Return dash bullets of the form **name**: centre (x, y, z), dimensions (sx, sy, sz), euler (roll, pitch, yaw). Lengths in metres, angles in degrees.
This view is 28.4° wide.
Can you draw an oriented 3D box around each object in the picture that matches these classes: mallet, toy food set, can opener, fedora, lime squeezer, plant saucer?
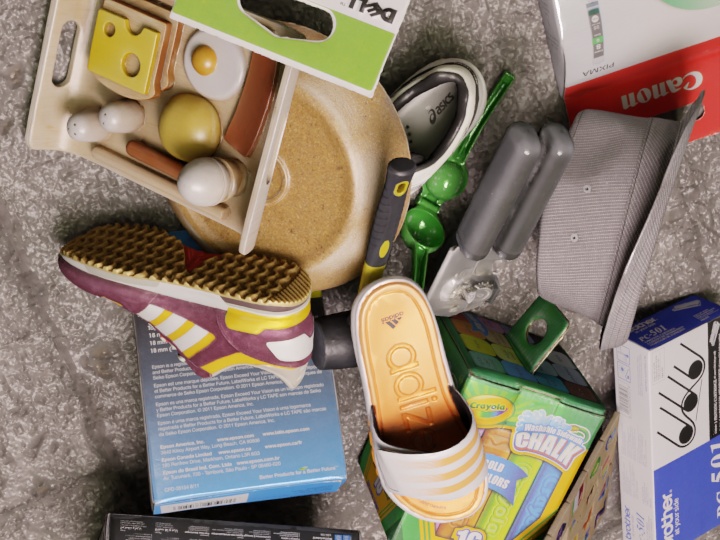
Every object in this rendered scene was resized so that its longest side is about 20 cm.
- **mallet**: centre (0.000, 0.000, 0.975), dimensions (0.065, 0.041, 0.201), euler (-13, 143, -14)
- **toy food set**: centre (-0.134, -0.114, 0.945), dimensions (0.199, 0.060, 0.145), euler (25, 112, 23)
- **can opener**: centre (0.091, -0.041, 1.034), dimensions (0.053, 0.067, 0.201), euler (-1, 140, -23)
- **fedora**: centre (0.180, -0.047, 1.046), dimensions (0.089, 0.177, 0.202), euler (17, 100, 10)
- **lime squeezer**: centre (0.059, -0.056, 1.061), dimensions (0.037, 0.071, 0.202), euler (24, 77, -1)
- **plant saucer**: centre (-0.063, -0.071, 0.990), dimensions (0.198, 0.035, 0.202), euler (9, 117, 18)

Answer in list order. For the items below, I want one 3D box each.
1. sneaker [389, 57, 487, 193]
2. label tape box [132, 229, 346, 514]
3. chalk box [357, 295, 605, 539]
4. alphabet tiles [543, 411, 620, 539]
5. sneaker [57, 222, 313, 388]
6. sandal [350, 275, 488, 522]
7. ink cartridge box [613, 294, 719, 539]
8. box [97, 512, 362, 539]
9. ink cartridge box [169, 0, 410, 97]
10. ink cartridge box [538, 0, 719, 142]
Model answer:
- **sneaker**: centre (0.010, -0.074, 1.018), dimensions (0.075, 0.088, 0.201), euler (38, 98, 1)
- **label tape box**: centre (-0.095, 0.071, 1.068), dimensions (0.143, 0.063, 0.202), euler (-5, 74, -9)
- **chalk box**: centre (0.099, 0.112, 1.108), dimensions (0.123, 0.125, 0.202), euler (17, 108, -18)
- **alphabet tiles**: centre (0.170, 0.236, 1.166), dimensions (0.007, 0.168, 0.201), euler (20, 140, 21)
- **sneaker**: centre (-0.127, 0.030, 1.006), dimensions (0.198, 0.075, 0.091), euler (14, 122, 22)
- **sandal**: centre (0.040, 0.105, 0.989), dimensions (0.078, 0.059, 0.208), euler (-20, 118, -2)
- **ink cartridge box**: centre (0.260, 0.131, 1.176), dimensions (0.093, 0.044, 0.202), euler (-21, 118, -28)
- **box**: centre (-0.113, 0.245, 1.117), dimensions (0.198, 0.050, 0.160), euler (7, 150, -15)
- **ink cartridge box**: centre (-0.014, -0.219, 0.901), dimensions (0.147, 0.076, 0.202), euler (22, 88, 10)
- **ink cartridge box**: centre (0.221, -0.175, 1.050), dimensions (0.159, 0.050, 0.202), euler (-18, 114, -3)
